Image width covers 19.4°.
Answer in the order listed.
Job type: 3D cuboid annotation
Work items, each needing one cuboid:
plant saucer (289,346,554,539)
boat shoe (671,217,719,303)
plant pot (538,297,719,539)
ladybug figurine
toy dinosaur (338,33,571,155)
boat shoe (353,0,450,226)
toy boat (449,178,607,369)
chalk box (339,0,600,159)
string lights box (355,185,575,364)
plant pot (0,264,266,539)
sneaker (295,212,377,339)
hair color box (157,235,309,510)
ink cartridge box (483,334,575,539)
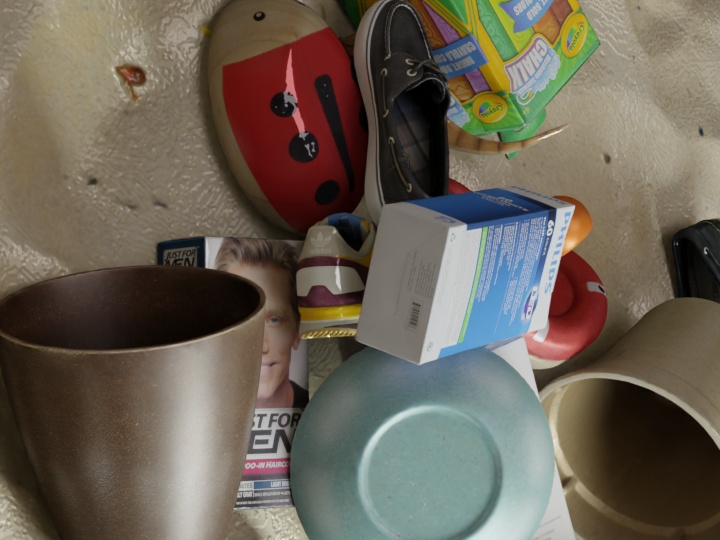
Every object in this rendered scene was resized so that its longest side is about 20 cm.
[{"bbox_3d":[0.049,0.148,1.551,0.200,0.039,0.202,-1,97,-8],"label":"plant saucer"},{"bbox_3d":[0.323,0.052,1.934,0.066,0.074,0.200,-3,88,-40],"label":"boat shoe"},{"bbox_3d":[0.265,0.123,1.814,0.183,0.200,0.201,-46,116,-46],"label":"plant pot"},{"bbox_3d":[-0.045,-0.120,1.618,0.136,0.072,0.201,-31,107,-39],"label":"ladybug figurine"},{"bbox_3d":[0.052,-0.112,1.666,0.200,0.106,0.060,30,41,8],"label":"toy dinosaur"},{"bbox_3d":[0.039,-0.125,1.590,0.070,0.066,0.201,20,58,-30],"label":"boat shoe"},{"bbox_3d":[0.134,-0.012,1.713,0.200,0.131,0.131,31,36,-36],"label":"toy boat"},{"bbox_3d":[0.100,-0.187,1.719,0.125,0.124,0.200,-50,118,-32],"label":"chalk box"},{"bbox_3d":[0.080,0.000,1.545,0.200,0.059,0.103,-11,117,-59],"label":"string lights box"},{"bbox_3d":[-0.151,0.119,1.449,0.187,0.187,0.201,-18,112,-41],"label":"plant pot"},{"bbox_3d":[0.000,0.000,1.598,0.200,0.075,0.090,-22,110,-79],"label":"sneaker"},{"bbox_3d":[-0.093,0.077,1.567,0.100,0.060,0.201,2,85,-42],"label":"hair color box"},{"bbox_3d":[0.080,0.154,1.656,0.083,0.147,0.201,-20,99,-32],"label":"ink cartridge box"}]
